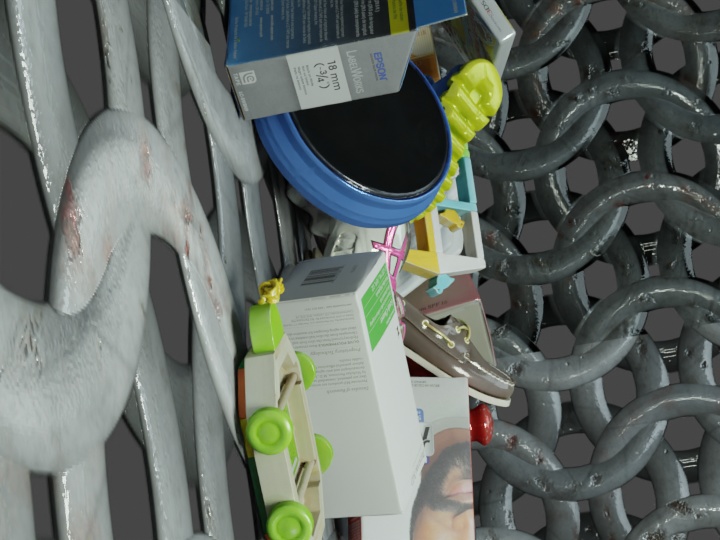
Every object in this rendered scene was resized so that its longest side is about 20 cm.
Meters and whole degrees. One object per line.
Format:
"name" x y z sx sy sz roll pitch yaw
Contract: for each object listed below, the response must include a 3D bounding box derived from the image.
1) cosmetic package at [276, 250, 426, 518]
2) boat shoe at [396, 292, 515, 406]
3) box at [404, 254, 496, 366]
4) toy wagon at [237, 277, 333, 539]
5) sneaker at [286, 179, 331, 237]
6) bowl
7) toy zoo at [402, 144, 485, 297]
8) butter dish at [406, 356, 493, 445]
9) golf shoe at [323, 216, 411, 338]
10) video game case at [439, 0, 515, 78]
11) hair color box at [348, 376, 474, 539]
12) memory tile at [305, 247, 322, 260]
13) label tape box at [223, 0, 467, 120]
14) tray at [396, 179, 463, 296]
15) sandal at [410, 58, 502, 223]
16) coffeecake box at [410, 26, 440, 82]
"cosmetic package" -0.010 0.097 1.220 0.108 0.084 0.201 -58 137 -65
"boat shoe" 0.073 0.068 1.435 0.060 0.199 0.072 -60 -176 4
"box" 0.065 0.033 1.662 0.200 0.127 0.109 -110 -178 -52
"toy wagon" -0.057 0.105 1.047 0.155 0.039 0.201 -70 150 -77
"sneaker" -0.028 -0.097 1.436 0.200 0.070 0.100 50 35 -69
"bowl" -0.002 -0.134 1.288 0.039 0.200 0.202 -40 -133 45
"toy zoo" 0.065 -0.071 1.464 0.131 0.020 0.201 7 68 -37
"butter dish" 0.066 0.167 1.504 0.200 0.147 0.201 78 7 -47
"golf shoe" 0.000 0.000 1.328 0.092 0.072 0.201 -29 120 -57
"video game case" 0.090 -0.280 1.442 0.183 0.023 0.200 57 -3 6
"hair color box" 0.046 0.202 1.345 0.064 0.110 0.201 128 -39 -71
"memory tile" -0.035 0.078 1.374 0.200 0.017 0.154 -85 164 -63
"label tape box" -0.009 -0.208 1.202 0.145 0.199 0.063 -92 169 -46
"tray" 0.061 -0.022 1.519 0.200 0.022 0.108 -35 136 -47
"sandal" 0.057 -0.125 1.416 0.200 0.087 0.080 -52 127 -18
"coffeecake box" 0.015 -0.178 1.560 0.073 0.153 0.201 -95 172 -55
